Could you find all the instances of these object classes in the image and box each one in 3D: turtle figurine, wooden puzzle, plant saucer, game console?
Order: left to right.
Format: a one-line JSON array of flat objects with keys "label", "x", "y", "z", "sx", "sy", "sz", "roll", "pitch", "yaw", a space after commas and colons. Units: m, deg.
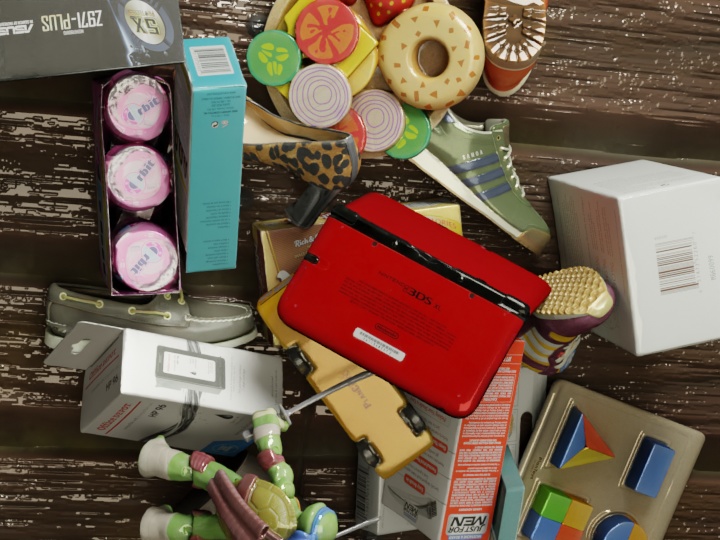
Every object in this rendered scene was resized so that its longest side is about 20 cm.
[{"label": "turtle figurine", "x": -0.090, "y": 0.199, "z": 1.477, "sx": 0.193, "sy": 0.200, "sz": 0.144, "roll": 5, "pitch": 135, "yaw": 22}, {"label": "game console", "x": 0.051, "y": 0.027, "z": 1.492, "sx": 0.200, "sy": 0.119, "sz": 0.173, "roll": 28, "pitch": 79, "yaw": 11}, {"label": "plant saucer", "x": 0.136, "y": 0.218, "z": 1.578, "sx": 0.019, "sy": 0.200, "sz": 0.070, "roll": 9, "pitch": 95, "yaw": 1}, {"label": "wooden puzzle", "x": 0.251, "y": 0.228, "z": 1.697, "sx": 0.200, "sy": 0.046, "sz": 0.186, "roll": 21, "pitch": 93, "yaw": -22}]

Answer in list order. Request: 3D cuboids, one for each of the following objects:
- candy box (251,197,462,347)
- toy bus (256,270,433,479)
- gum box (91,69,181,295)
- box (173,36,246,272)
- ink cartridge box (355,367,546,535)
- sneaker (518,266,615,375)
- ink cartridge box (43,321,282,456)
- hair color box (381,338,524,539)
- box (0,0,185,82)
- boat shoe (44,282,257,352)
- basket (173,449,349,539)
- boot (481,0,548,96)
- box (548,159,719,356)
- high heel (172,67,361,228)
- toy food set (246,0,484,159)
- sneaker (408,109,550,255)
[{"label": "candy box", "x": 0.000, "y": 0.000, "z": 1.603, "sx": 0.199, "sy": 0.056, "sz": 0.117, "roll": -8, "pitch": 102, "yaw": -13}, {"label": "toy bus", "x": -0.014, "y": 0.094, "z": 1.531, "sx": 0.065, "sy": 0.078, "sz": 0.200, "roll": -36, "pitch": 97, "yaw": 1}, {"label": "gum box", "x": -0.207, "y": -0.086, "z": 1.509, "sx": 0.066, "sy": 0.113, "sz": 0.201, "roll": -4, "pitch": 100, "yaw": -13}, {"label": "box", "x": -0.137, "y": -0.101, "z": 1.467, "sx": 0.049, "sy": 0.082, "sz": 0.200, "roll": -5, "pitch": 130, "yaw": -14}, {"label": "ink cartridge box", "x": 0.092, "y": 0.176, "z": 1.671, "sx": 0.200, "sy": 0.057, "sz": 0.163, "roll": -4, "pitch": 101, "yaw": -34}, {"label": "sneaker", "x": 0.192, "y": 0.054, "z": 1.589, "sx": 0.075, "sy": 0.200, "sz": 0.090, "roll": -42, "pitch": 106, "yaw": -22}, {"label": "ink cartridge box", "x": -0.185, "y": 0.112, "z": 1.524, "sx": 0.200, "sy": 0.116, "sz": 0.068, "roll": 12, "pitch": 61, "yaw": -24}, {"label": "hair color box", "x": 0.087, "y": 0.147, "z": 1.564, "sx": 0.064, "sy": 0.111, "sz": 0.201, "roll": 4, "pitch": 102, "yaw": -30}, {"label": "box", "x": -0.248, "y": -0.215, "z": 1.432, "sx": 0.163, "sy": 0.200, "sz": 0.086, "roll": -8, "pitch": 99, "yaw": -13}, {"label": "boat shoe", "x": -0.197, "y": 0.041, "z": 1.555, "sx": 0.201, "sy": 0.072, "sz": 0.060, "roll": 0, "pitch": 104, "yaw": -10}, {"label": "basket", "x": -0.085, "y": 0.284, "z": 1.590, "sx": 0.200, "sy": 0.180, "sz": 0.136, "roll": 48, "pitch": 45, "yaw": -8}, {"label": "boot", "x": 0.149, "y": -0.268, "z": 1.588, "sx": 0.075, "sy": 0.107, "sz": 0.200, "roll": 10, "pitch": 71, "yaw": 5}, {"label": "box", "x": 0.270, "y": -0.018, "z": 1.589, "sx": 0.106, "sy": 0.200, "sz": 0.153, "roll": -11, "pitch": 102, "yaw": -10}, {"label": "high heel", "x": -0.085, "y": -0.142, "z": 1.503, "sx": 0.200, "sy": 0.143, "sz": 0.071, "roll": 45, "pitch": 57, "yaw": 2}, {"label": "toy food set", "x": 0.001, "y": -0.196, "z": 1.543, "sx": 0.200, "sy": 0.049, "sz": 0.198, "roll": 42, "pitch": 104, "yaw": -1}, {"label": "sneaker", "x": 0.125, "y": -0.105, "z": 1.607, "sx": 0.200, "sy": 0.067, "sz": 0.090, "roll": 36, "pitch": 95, "yaw": -13}]
